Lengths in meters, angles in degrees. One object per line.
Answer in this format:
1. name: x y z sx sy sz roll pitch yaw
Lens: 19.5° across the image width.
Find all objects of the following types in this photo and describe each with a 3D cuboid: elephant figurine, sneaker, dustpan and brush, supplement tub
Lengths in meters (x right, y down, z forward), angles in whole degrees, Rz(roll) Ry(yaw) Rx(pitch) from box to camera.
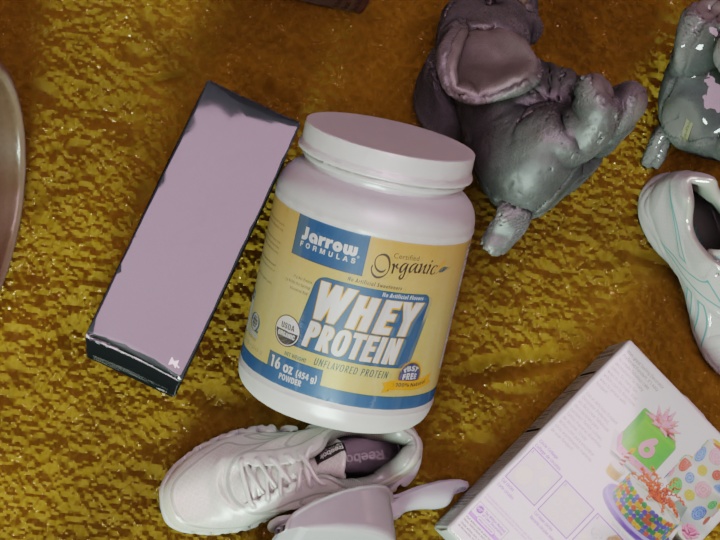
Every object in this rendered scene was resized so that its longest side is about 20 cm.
1. elephant figurine: 0.330 -0.160 1.599 0.200 0.155 0.142 -29 125 -36
2. sneaker: -0.049 0.144 1.521 0.200 0.081 0.075 -14 87 -9
3. dustpan and brush: -0.001 0.185 1.516 0.200 0.140 0.057 -3 58 -28
4. elephant figurine: 0.101 -0.146 1.560 0.200 0.142 0.155 45 36 7
5. sneaker: 0.279 0.013 1.588 0.070 0.080 0.200 -31 90 -13
6. supplement tub: 0.000 0.000 1.483 0.145 0.145 0.200 10 105 -7

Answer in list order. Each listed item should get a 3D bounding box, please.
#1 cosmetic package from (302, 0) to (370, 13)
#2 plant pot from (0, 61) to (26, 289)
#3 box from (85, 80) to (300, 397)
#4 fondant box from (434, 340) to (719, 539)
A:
1. cosmetic package: -0.080 -0.262 1.555 0.200 0.103 0.087 11 80 -6
2. plant pot: -0.347 -0.060 1.463 0.174 0.200 0.200 7 82 11
3. box: -0.122 -0.019 1.499 0.079 0.141 0.200 25 79 -5
4. fondant box: 0.177 0.172 1.563 0.200 0.058 0.144 -44 91 -10
